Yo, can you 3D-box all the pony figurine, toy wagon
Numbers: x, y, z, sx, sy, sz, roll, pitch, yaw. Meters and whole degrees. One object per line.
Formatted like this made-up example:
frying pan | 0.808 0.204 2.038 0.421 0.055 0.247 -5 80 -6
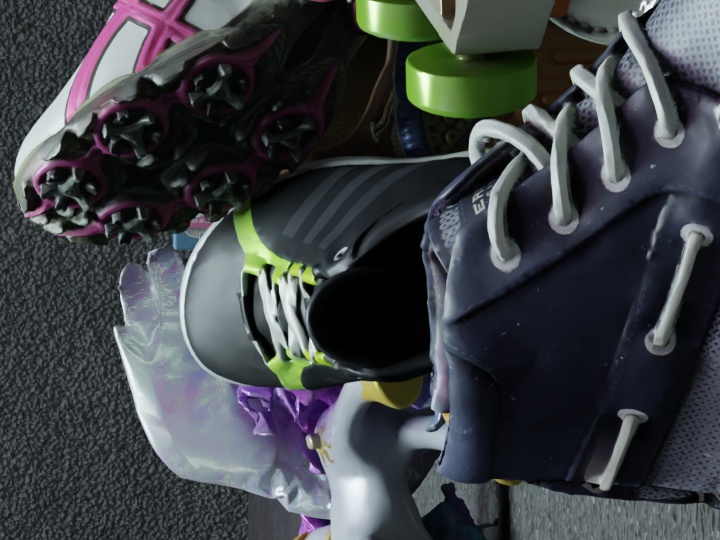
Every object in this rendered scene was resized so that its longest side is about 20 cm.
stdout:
pony figurine | -0.002 0.075 1.162 0.200 0.166 0.193 164 99 -68
toy wagon | 0.026 -0.117 0.673 0.200 0.040 0.155 -117 23 -66

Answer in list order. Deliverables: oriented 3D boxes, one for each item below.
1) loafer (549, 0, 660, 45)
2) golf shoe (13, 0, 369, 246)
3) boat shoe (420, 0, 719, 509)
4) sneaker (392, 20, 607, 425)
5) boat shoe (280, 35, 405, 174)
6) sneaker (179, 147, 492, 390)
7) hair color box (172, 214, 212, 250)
loafer | 0.068 -0.140 0.692 0.070 0.070 0.200 -53 -27 -52
golf shoe | -0.035 -0.087 0.904 0.073 0.200 0.092 33 -155 -43
boat shoe | 0.064 -0.026 0.643 0.075 0.093 0.200 -98 10 -57
sneaker | 0.044 -0.039 0.954 0.088 0.075 0.200 -109 21 -75
boat shoe | -0.009 -0.096 1.008 0.075 0.075 0.202 70 -171 -51
sneaker | 0.000 0.000 0.877 0.200 0.083 0.072 -16 95 43
hair color box | -0.026 -0.100 1.111 0.061 0.100 0.200 96 174 -49
